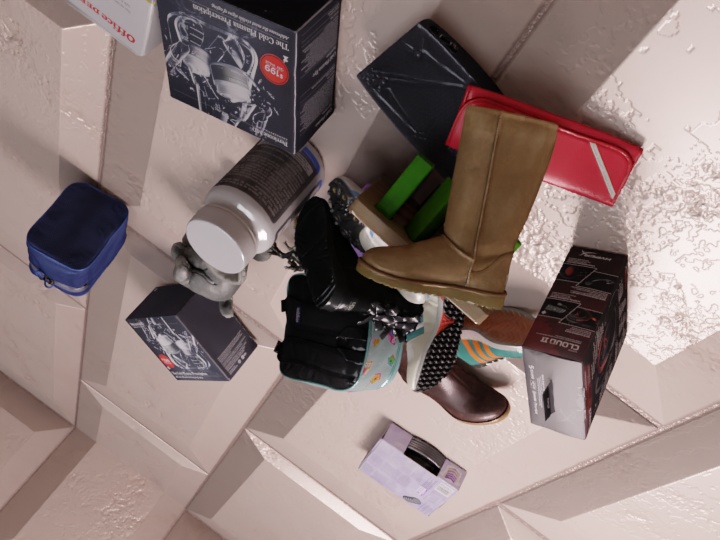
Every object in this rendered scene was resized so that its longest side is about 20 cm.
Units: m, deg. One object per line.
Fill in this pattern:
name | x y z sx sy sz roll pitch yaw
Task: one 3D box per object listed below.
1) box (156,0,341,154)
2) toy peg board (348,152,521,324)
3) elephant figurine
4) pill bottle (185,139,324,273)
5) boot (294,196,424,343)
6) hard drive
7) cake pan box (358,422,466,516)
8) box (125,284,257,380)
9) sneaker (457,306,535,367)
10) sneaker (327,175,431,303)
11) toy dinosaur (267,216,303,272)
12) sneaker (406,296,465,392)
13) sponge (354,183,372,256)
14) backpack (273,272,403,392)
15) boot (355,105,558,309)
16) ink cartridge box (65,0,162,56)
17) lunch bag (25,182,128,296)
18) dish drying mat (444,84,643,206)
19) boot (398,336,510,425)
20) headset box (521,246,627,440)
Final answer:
box | -0.135 -0.273 0.928 0.199 0.104 0.183 26 145 15
toy peg board | 0.108 -0.062 0.926 0.200 0.199 0.098 42 109 -1
elephant figurine | -0.215 -0.037 1.259 0.199 0.142 0.155 -27 142 35
pill bottle | -0.145 -0.096 1.054 0.113 0.200 0.114 23 142 19
boot | 0.000 -0.001 1.042 0.162 0.199 0.073 19 129 -36
hard drive | 0.102 -0.187 0.877 0.200 0.042 0.135 45 144 -15
cake pan box | 0.102 0.411 1.554 0.184 0.052 0.200 31 145 5
box | -0.348 0.128 1.554 0.199 0.104 0.183 -8 125 44
sneaker | 0.194 0.103 1.113 0.199 0.071 0.080 7 137 46
sneaker | 0.033 -0.047 0.988 0.200 0.072 0.072 49 152 -9
toy dinosaur | -0.095 -0.019 1.238 0.088 0.048 0.201 5 138 28
sneaker | 0.094 0.072 1.097 0.093 0.070 0.201 24 105 45
sponge | 0.009 -0.048 1.101 0.111 0.030 0.200 40 153 -8
backpack | -0.019 0.099 1.162 0.153 0.177 0.200 11 177 -37
boot | 0.099 -0.074 0.799 0.174 0.066 0.201 11 102 -7
ink cartridge box | -0.290 -0.391 0.942 0.144 0.085 0.200 38 144 -1
lunch bag | -0.542 -0.049 1.449 0.135 0.200 0.132 31 148 -1
dish drying mat | 0.198 -0.135 0.825 0.199 0.018 0.077 20 127 1
boot | 0.133 0.168 1.217 0.199 0.073 0.167 14 150 39
headset box | 0.263 0.094 0.925 0.075 0.200 0.149 12 139 30
